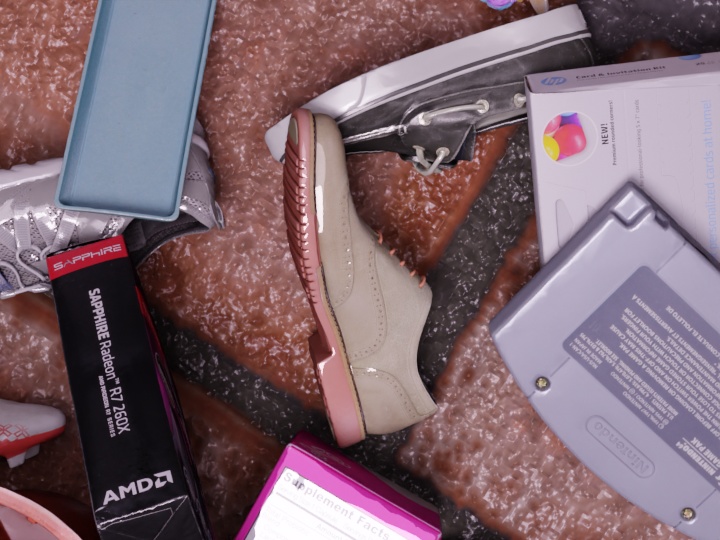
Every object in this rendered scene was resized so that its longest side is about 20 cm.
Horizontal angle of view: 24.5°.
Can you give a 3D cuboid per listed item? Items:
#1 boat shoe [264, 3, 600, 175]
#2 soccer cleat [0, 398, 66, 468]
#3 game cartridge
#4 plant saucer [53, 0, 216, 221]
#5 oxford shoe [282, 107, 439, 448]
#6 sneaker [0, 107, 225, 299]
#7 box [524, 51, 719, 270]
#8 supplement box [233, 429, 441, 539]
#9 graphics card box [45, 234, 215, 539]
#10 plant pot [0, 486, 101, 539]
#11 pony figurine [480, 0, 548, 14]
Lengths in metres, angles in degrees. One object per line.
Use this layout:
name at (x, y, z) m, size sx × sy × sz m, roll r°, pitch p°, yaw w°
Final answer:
boat shoe at (0.044, -0.091, 0.951) m, size 0.198 × 0.071 × 0.064 m, roll -20°, pitch 87°, yaw 0°
soccer cleat at (-0.271, 0.080, 0.962) m, size 0.198 × 0.069 × 0.086 m, roll -5°, pitch 93°, yaw 7°
game cartridge at (0.174, 0.062, 0.928) m, size 0.200 × 0.042 × 0.133 m, roll 42°, pitch 110°, yaw -12°
plant saucer at (-0.122, -0.117, 0.947) m, size 0.069 × 0.019 × 0.202 m, roll 6°, pitch 63°, yaw 2°
oxford shoe at (0.000, 0.000, 0.938) m, size 0.073 × 0.071 × 0.202 m, roll -12°, pitch 115°, yaw -5°
sneaker at (-0.171, -0.018, 0.945) m, size 0.199 × 0.075 × 0.082 m, roll -28°, pitch 64°, yaw 1°
box at (0.197, -0.042, 0.931) m, size 0.198 × 0.041 × 0.157 m, roll -7°, pitch 112°, yaw 1°
supplement box at (-0.043, 0.203, 0.932) m, size 0.103 × 0.101 × 0.201 m, roll 31°, pitch 89°, yaw 2°
graphics card box at (-0.116, 0.092, 0.873) m, size 0.050 × 0.201 × 0.126 m, roll -16°, pitch 132°, yaw -5°
plant pot at (-0.200, 0.202, 0.891) m, size 0.198 × 0.195 × 0.203 m, roll 0°, pitch 89°, yaw 3°
pony figurine at (0.049, -0.243, 0.908) m, size 0.165 × 0.192 × 0.202 m, roll -10°, pitch 88°, yaw 35°
